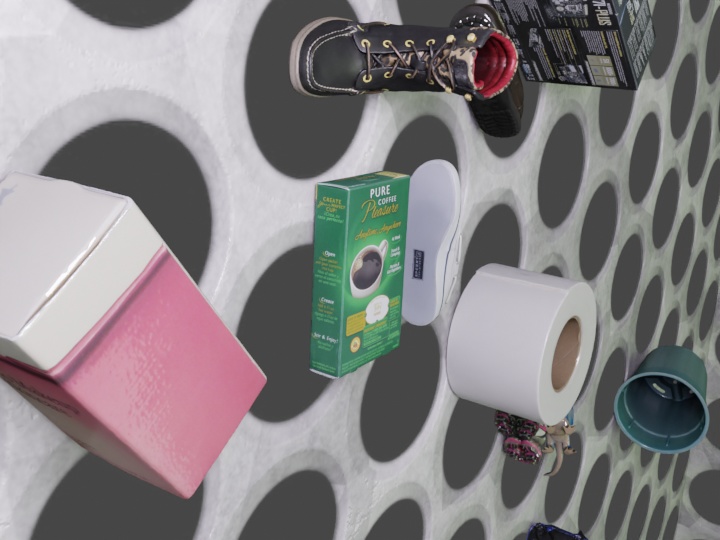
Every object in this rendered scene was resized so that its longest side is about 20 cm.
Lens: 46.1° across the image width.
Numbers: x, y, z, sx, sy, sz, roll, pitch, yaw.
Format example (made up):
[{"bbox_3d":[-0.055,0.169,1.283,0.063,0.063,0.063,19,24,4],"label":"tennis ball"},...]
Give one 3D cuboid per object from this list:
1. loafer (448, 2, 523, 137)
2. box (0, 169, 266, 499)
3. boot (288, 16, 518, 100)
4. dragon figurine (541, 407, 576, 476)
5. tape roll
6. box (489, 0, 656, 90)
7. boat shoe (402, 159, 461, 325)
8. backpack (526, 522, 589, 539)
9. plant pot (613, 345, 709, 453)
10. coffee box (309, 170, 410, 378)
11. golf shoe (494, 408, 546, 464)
[{"bbox_3d":[0.155,-0.249,1.024,0.200,0.073,0.072,62,41,-52],"label":"loafer"},{"bbox_3d":[-0.174,0.046,0.571,0.109,0.127,0.200,-57,141,-26],"label":"box"},{"bbox_3d":[0.043,-0.195,0.790,0.200,0.150,0.074,-18,116,-53],"label":"boot"},{"bbox_3d":[0.341,0.263,1.466,0.100,0.059,0.201,-77,160,-52],"label":"dragon figurine"},{"bbox_3d":[0.227,0.100,1.182,0.202,0.139,0.204,-24,120,-50],"label":"tape roll"},{"bbox_3d":[0.268,-0.327,1.071,0.200,0.163,0.086,45,65,-52],"label":"box"},{"bbox_3d":[0.084,-0.036,0.994,0.065,0.073,0.201,-29,134,-54],"label":"boat shoe"},{"bbox_3d":[0.408,0.570,1.565,0.168,0.199,0.163,28,77,-56],"label":"backpack"},{"bbox_3d":[0.695,0.275,1.918,0.196,0.199,0.201,-39,132,-54],"label":"plant pot"},{"bbox_3d":[0.000,0.000,0.892,0.123,0.044,0.201,-21,119,-52],"label":"coffee box"},{"bbox_3d":[0.258,0.227,1.344,0.200,0.072,0.092,71,36,-53],"label":"golf shoe"}]
